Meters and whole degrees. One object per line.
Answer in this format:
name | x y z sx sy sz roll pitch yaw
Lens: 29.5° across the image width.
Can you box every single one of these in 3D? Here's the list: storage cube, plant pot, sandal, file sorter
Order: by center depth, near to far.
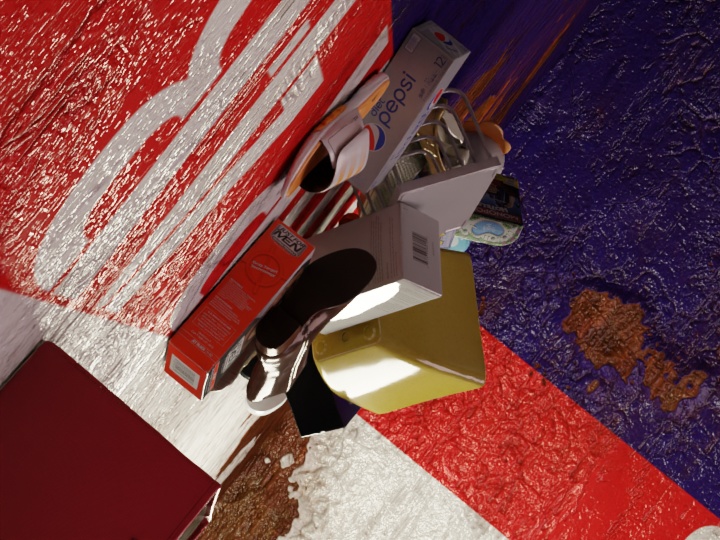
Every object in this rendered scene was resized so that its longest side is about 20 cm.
storage cube | -0.236 0.197 1.079 0.200 0.179 0.171 -49 174 -21
sandal | -0.010 -0.141 1.473 0.207 0.059 0.079 -49 174 -36
file sorter | 0.075 -0.130 1.771 0.137 0.126 0.200 -17 164 -16
plant pot | 0.031 0.072 1.876 0.194 0.197 0.199 -19 158 33

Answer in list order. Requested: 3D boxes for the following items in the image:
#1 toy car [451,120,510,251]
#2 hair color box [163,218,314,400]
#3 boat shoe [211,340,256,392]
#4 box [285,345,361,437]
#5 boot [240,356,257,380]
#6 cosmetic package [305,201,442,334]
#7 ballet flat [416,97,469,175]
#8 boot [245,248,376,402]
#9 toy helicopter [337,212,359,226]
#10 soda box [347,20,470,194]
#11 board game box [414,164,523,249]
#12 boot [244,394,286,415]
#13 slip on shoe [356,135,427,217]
toy car | 0.154 -0.168 2.178 0.201 0.175 0.185 -61 -179 33
hair color box | -0.140 0.045 1.575 0.201 0.061 0.102 -51 174 -25
boat shoe | -0.137 0.065 1.725 0.200 0.076 0.072 -44 180 12
box | -0.062 0.114 1.958 0.078 0.202 0.141 -15 -167 22
boot | -0.128 0.118 2.094 0.201 0.076 0.169 -57 174 -30
cosmetic package | 0.000 0.000 1.726 0.198 0.084 0.109 -19 -118 38
ballet flat | 0.119 -0.171 1.915 0.069 0.062 0.201 -69 150 -27
boot | -0.064 0.072 1.663 0.186 0.064 0.201 -36 162 -20
toy helicopter | 0.025 0.012 2.054 0.079 0.198 0.133 -47 156 -46
soda box | 0.043 -0.190 1.597 0.201 0.063 0.068 -55 172 27
board game box | 0.136 -0.089 2.022 0.201 0.197 0.062 -83 -171 -58
boot | -0.157 0.219 2.539 0.200 0.073 0.096 -49 168 -43
slip on shoe | 0.047 -0.150 1.979 0.202 0.073 0.061 -64 -147 22
